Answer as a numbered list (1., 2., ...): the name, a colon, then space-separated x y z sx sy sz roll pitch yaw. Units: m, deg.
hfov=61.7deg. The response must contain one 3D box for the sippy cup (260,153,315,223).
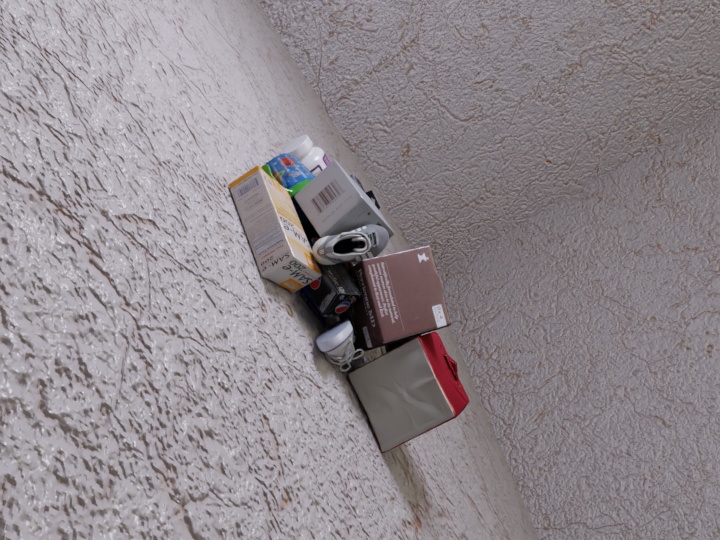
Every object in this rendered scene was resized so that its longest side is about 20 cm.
1. sippy cup: -0.149 -0.174 1.297 0.131 0.137 0.180 54 -20 28

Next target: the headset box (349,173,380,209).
1. headset box: -0.044 -0.118 1.434 0.152 0.197 0.077 64 11 17

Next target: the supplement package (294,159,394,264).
1. supplement package: -0.029 -0.114 1.260 0.118 0.116 0.200 53 8 27

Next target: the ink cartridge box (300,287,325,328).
1. ink cartridge box: -0.096 0.023 1.278 0.095 0.036 0.202 55 14 -33

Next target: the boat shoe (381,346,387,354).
1. boat shoe: 0.108 0.256 1.580 0.075 0.065 0.201 55 12 -33

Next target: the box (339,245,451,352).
1. box: 0.058 0.065 1.253 0.200 0.160 0.170 -34 -110 65

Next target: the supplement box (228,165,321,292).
1. supplement box: -0.156 -0.074 1.114 0.204 0.072 0.126 66 12 21

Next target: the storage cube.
1. storage cube: 0.104 0.243 1.246 0.174 0.197 0.179 64 16 11

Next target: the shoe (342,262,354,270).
1. shoe: -0.043 -0.019 1.356 0.202 0.052 0.071 58 33 -33

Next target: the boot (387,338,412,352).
1. boot: 0.104 0.192 1.443 0.162 0.071 0.204 10 94 -79

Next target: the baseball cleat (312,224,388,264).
1. baseball cleat: 0.004 -0.047 1.154 0.197 0.105 0.072 -20 99 -41

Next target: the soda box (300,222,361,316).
1. soda box: -0.081 -0.005 1.183 0.070 0.064 0.202 5 42 -47

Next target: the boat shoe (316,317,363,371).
1. boat shoe: -0.036 0.150 1.161 0.202 0.073 0.088 -87 151 -89

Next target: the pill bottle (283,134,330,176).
1. pill bottle: -0.127 -0.266 1.661 0.202 0.111 0.113 57 11 -28
